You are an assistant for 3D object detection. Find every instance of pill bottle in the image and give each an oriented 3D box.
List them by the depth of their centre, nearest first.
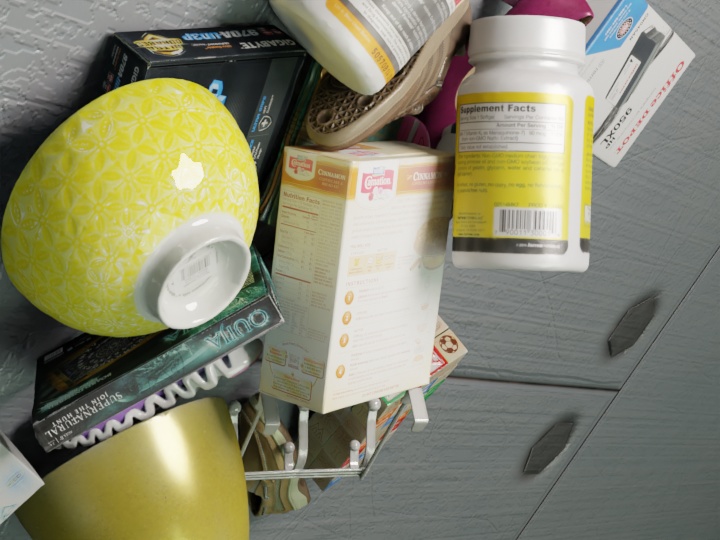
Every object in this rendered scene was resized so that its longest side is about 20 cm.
[{"bbox_3d":[0.035,-0.239,1.117,0.200,0.116,0.116,-46,150,-5],"label":"pill bottle"},{"bbox_3d":[0.133,-0.100,1.216,0.114,0.114,0.202,2,90,-53],"label":"pill bottle"}]

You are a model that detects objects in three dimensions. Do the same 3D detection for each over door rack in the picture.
[{"bbox_3d":[-0.040,0.137,1.329,0.147,0.067,0.200,0,158,-18],"label":"over door rack"}]

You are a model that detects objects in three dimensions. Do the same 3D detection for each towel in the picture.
[{"bbox_3d":[-0.012,-0.122,1.236,0.146,0.022,0.201,17,94,-58],"label":"towel"}]

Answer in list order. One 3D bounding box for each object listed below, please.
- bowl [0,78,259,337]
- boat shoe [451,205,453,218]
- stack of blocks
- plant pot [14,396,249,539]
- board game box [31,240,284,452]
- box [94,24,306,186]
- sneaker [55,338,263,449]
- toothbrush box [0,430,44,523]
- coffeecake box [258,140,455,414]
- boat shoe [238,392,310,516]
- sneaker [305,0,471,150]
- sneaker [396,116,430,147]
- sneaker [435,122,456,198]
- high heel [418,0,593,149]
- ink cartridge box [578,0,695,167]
[{"bbox_3d":[-0.139,-0.022,1.050,0.199,0.108,0.201,-32,146,-25],"label":"bowl"},{"bbox_3d":[0.030,0.008,1.428,0.200,0.073,0.074,-49,150,0],"label":"boat shoe"},{"bbox_3d":[0.015,0.132,1.499,0.115,0.059,0.200,-31,164,-36],"label":"stack of blocks"},{"bbox_3d":[-0.171,0.216,1.256,0.199,0.143,0.200,-29,170,-6],"label":"plant pot"},{"bbox_3d":[-0.156,0.054,1.135,0.199,0.135,0.028,-29,111,1],"label":"board game box"},{"bbox_3d":[-0.138,-0.087,1.130,0.158,0.046,0.201,-12,134,-46],"label":"box"},{"bbox_3d":[-0.184,0.077,1.233,0.199,0.089,0.080,-28,-174,1],"label":"sneaker"},{"bbox_3d":[-0.355,0.174,1.099,0.200,0.085,0.147,-43,149,-13],"label":"toothbrush box"},{"bbox_3d":[0.000,0.000,1.220,0.153,0.073,0.202,-9,110,-53],"label":"coffeecake box"},{"bbox_3d":[-0.100,0.196,1.482,0.076,0.072,0.201,-25,143,-9],"label":"boat shoe"},{"bbox_3d":[0.034,-0.150,1.200,0.200,0.070,0.076,-50,140,-28],"label":"sneaker"},{"bbox_3d":[0.008,-0.045,1.346,0.087,0.073,0.201,-30,140,-84],"label":"sneaker"},{"bbox_3d":[0.108,-0.094,1.352,0.071,0.073,0.200,-65,172,5],"label":"sneaker"},{"bbox_3d":[0.124,-0.172,1.327,0.067,0.096,0.201,-5,128,-51],"label":"high heel"},{"bbox_3d":[0.224,-0.200,1.441,0.145,0.084,0.200,-54,150,9],"label":"ink cartridge box"}]
